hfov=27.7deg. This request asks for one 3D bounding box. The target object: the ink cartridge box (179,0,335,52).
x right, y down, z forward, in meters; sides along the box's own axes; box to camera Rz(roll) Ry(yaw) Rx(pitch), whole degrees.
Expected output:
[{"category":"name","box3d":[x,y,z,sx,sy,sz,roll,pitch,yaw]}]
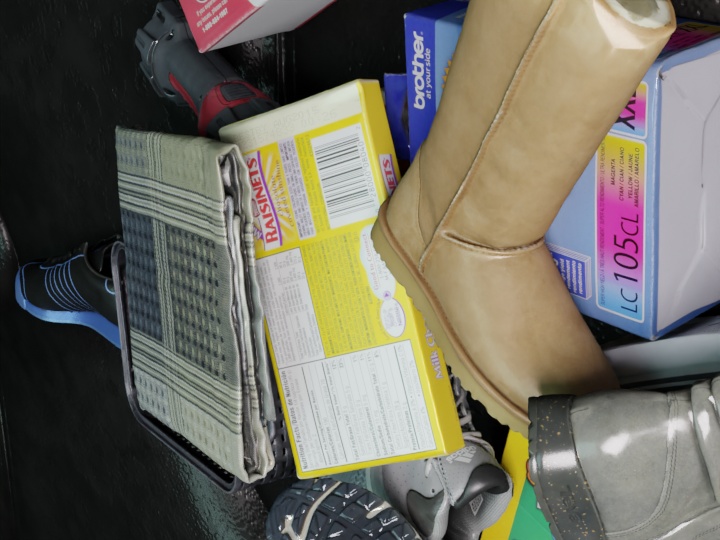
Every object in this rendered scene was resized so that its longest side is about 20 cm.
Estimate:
[{"category":"ink cartridge box","box3d":[-0.069,-0.250,0.853,0.145,0.083,0.201,-24,87,54]}]

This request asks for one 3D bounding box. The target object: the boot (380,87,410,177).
[{"category":"boot","box3d":[0.000,0.000,0.871,0.075,0.107,0.201,3,111,50]}]

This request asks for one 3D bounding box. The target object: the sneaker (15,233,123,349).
[{"category":"sneaker","box3d":[-0.217,0.005,1.195,0.200,0.070,0.078,16,115,41]}]

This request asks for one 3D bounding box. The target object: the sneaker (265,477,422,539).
[{"category":"sneaker","box3d":[0.028,0.195,0.818,0.200,0.078,0.086,38,167,9]}]

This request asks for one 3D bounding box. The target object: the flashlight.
[{"category":"flashlight","box3d":[-0.094,-0.106,0.943,0.068,0.068,0.200,-49,36,5]}]

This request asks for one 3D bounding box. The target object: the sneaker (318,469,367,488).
[{"category":"sneaker","box3d":[0.031,0.198,0.954,0.075,0.114,0.201,-29,48,39]}]

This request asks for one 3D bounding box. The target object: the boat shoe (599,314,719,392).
[{"category":"boat shoe","box3d":[0.159,0.063,0.713,0.200,0.072,0.071,-17,90,59]}]

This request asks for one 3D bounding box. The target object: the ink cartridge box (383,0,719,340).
[{"category":"ink cartridge box","box3d":[0.094,-0.064,0.743,0.200,0.076,0.137,23,125,47]}]

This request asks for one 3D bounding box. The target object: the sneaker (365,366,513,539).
[{"category":"sneaker","box3d":[0.048,0.073,0.813,0.115,0.075,0.201,-141,40,-61]}]

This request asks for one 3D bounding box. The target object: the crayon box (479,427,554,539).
[{"category":"crayon box","box3d":[0.153,0.188,0.804,0.200,0.058,0.173,41,134,36]}]

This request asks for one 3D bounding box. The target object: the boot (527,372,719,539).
[{"category":"boot","box3d":[0.159,0.117,0.650,0.130,0.068,0.200,-12,132,17]}]

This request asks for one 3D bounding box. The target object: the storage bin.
[{"category":"storage bin","box3d":[-0.087,0.051,0.985,0.200,0.093,0.136,23,121,59]}]

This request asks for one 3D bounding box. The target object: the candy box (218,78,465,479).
[{"category":"candy box","box3d":[-0.012,0.007,0.789,0.102,0.026,0.201,-14,88,38]}]

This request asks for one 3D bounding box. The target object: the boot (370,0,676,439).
[{"category":"boot","box3d":[0.085,-0.037,0.648,0.175,0.066,0.200,47,137,22]}]

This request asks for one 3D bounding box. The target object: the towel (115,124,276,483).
[{"category":"towel","box3d":[-0.097,0.012,0.860,0.200,0.034,0.193,20,116,62]}]
